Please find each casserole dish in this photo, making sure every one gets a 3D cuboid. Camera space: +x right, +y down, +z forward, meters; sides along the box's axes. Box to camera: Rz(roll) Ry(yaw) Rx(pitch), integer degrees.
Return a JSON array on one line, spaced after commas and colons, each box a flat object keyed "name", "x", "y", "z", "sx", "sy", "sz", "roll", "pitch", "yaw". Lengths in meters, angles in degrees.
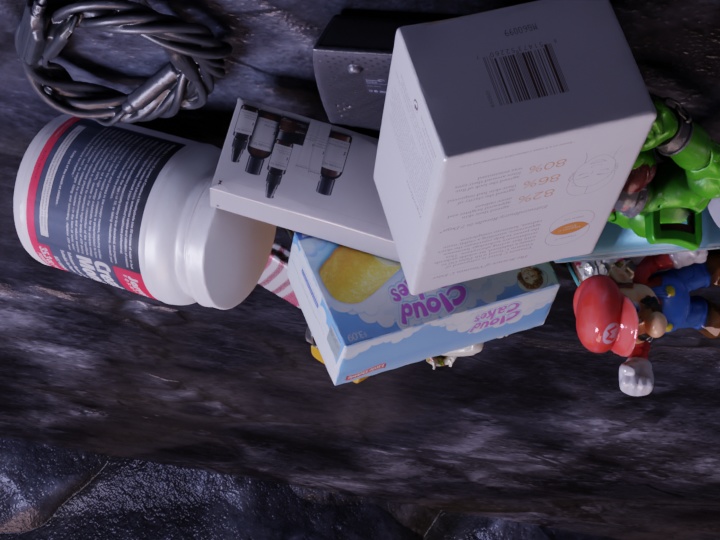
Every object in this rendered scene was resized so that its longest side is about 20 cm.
[{"name": "casserole dish", "x": 0.250, "y": -0.032, "z": 1.327, "sx": 0.198, "sy": 0.039, "sz": 0.121, "roll": -7, "pitch": 178, "yaw": 36}]

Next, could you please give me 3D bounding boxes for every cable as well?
[{"name": "cable", "x": -0.187, "y": -0.167, "z": 1.155, "sx": 0.161, "sy": 0.051, "sz": 0.200, "roll": 7, "pitch": 161, "yaw": -16}]

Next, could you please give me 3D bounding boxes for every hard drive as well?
[{"name": "hard drive", "x": 0.039, "y": -0.137, "z": 1.141, "sx": 0.133, "sy": 0.043, "sz": 0.200, "roll": 5, "pitch": 162, "yaw": 10}]

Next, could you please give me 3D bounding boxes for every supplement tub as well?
[{"name": "supplement tub", "x": -0.187, "y": -0.051, "z": 1.285, "sx": 0.198, "sy": 0.142, "sz": 0.140, "roll": 16, "pitch": 167, "yaw": 23}]

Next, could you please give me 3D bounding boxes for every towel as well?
[{"name": "towel", "x": -0.117, "y": -0.028, "z": 1.440, "sx": 0.199, "sy": 0.030, "sz": 0.146, "roll": 31, "pitch": 168, "yaw": -7}]

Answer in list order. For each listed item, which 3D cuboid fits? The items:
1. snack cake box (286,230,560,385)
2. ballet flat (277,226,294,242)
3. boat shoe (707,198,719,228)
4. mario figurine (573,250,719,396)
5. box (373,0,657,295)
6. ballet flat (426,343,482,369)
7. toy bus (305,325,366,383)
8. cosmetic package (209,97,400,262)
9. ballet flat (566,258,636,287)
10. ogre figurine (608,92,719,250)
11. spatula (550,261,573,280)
[{"name": "snack cake box", "x": 0.051, "y": 0.008, "z": 1.231, "sx": 0.198, "sy": 0.116, "sz": 0.067, "roll": -15, "pitch": 151, "yaw": -20}, {"name": "ballet flat", "x": -0.051, "y": -0.060, "z": 1.393, "sx": 0.068, "sy": 0.069, "sz": 0.200, "roll": -41, "pitch": 137, "yaw": 6}, {"name": "boat shoe", "x": 0.349, "y": -0.084, "z": 1.157, "sx": 0.069, "sy": 0.072, "sz": 0.200, "roll": -16, "pitch": 166, "yaw": -21}, {"name": "mario figurine", "x": 0.288, "y": 0.041, "z": 1.394, "sx": 0.199, "sy": 0.125, "sz": 0.106, "roll": -12, "pitch": 163, "yaw": -39}, {"name": "box", "x": 0.100, "y": -0.086, "z": 1.044, "sx": 0.151, "sy": 0.107, "sz": 0.200, "roll": -13, "pitch": 156, "yaw": -12}, {"name": "ballet flat", "x": 0.117, "y": 0.042, "z": 1.425, "sx": 0.075, "sy": 0.065, "sz": 0.200, "roll": 5, "pitch": 156, "yaw": -24}, {"name": "toy bus", "x": 0.000, "y": 0.000, "z": 1.344, "sx": 0.065, "sy": 0.078, "sz": 0.202, "roll": 27, "pitch": 132, "yaw": 30}, {"name": "cosmetic package", "x": -0.015, "y": -0.067, "z": 1.182, "sx": 0.198, "sy": 0.083, "sz": 0.051, "roll": 16, "pitch": 166, "yaw": -1}, {"name": "ballet flat", "x": 0.255, "y": 0.018, "z": 1.506, "sx": 0.064, "sy": 0.076, "sz": 0.200, "roll": -30, "pitch": 162, "yaw": 5}, {"name": "ogre figurine", "x": 0.219, "y": -0.072, "z": 1.168, "sx": 0.119, "sy": 0.099, "sz": 0.200, "roll": 19, "pitch": 138, "yaw": -16}, {"name": "spatula", "x": 0.170, "y": -0.006, "z": 1.481, "sx": 0.056, "sy": 0.021, "sz": 0.199, "roll": -37, "pitch": 156, "yaw": 30}]
